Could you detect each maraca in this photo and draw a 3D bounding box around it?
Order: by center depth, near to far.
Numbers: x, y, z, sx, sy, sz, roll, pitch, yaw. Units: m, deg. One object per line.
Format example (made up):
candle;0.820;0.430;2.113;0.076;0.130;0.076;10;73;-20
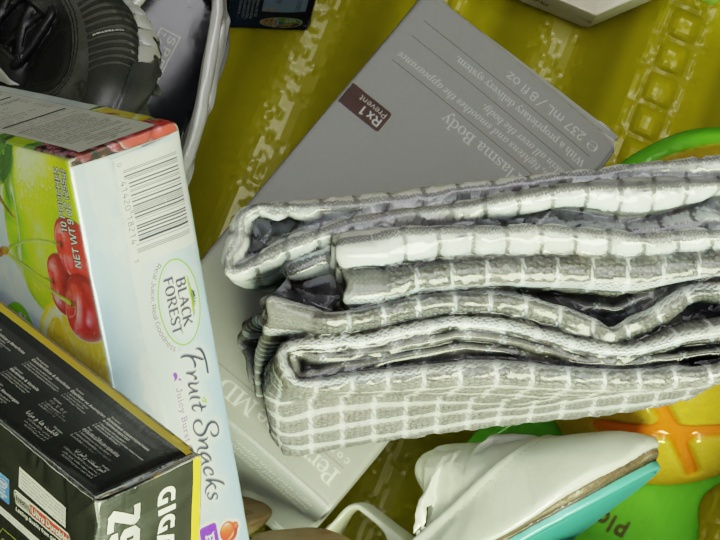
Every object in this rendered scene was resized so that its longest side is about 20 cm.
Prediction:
maraca;0.124;0.037;1.128;0.137;0.107;0.201;27;98;-16

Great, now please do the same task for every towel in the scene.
towel;0.052;0.015;0.985;0.198;0.166;0.086;-6;86;-3

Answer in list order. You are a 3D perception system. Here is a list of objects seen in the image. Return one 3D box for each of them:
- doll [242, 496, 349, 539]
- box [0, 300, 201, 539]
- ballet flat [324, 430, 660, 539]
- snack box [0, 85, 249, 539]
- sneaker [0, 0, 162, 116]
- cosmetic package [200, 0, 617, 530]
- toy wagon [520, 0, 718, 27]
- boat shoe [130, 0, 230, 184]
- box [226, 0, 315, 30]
doll;-0.055;0.192;1.081;0.136;0.048;0.202;17;106;35
box;-0.136;0.090;0.993;0.049;0.161;0.200;-22;40;-36
ballet flat;0.026;0.109;1.096;0.200;0.069;0.070;-39;86;16
snack box;-0.110;0.038;1.017;0.053;0.142;0.201;-22;112;-34
sneaker;-0.139;-0.106;1.075;0.090;0.200;0.067;26;110;-32
cosmetic package;0.000;0.000;1.118;0.107;0.090;0.200;37;68;1
toy wagon;0.108;-0.209;1.200;0.154;0.040;0.201;22;78;-3
boat shoe;-0.102;-0.035;1.113;0.072;0.066;0.201;27;76;-1
box;-0.033;-0.213;1.134;0.037;0.137;0.202;1;80;-4
